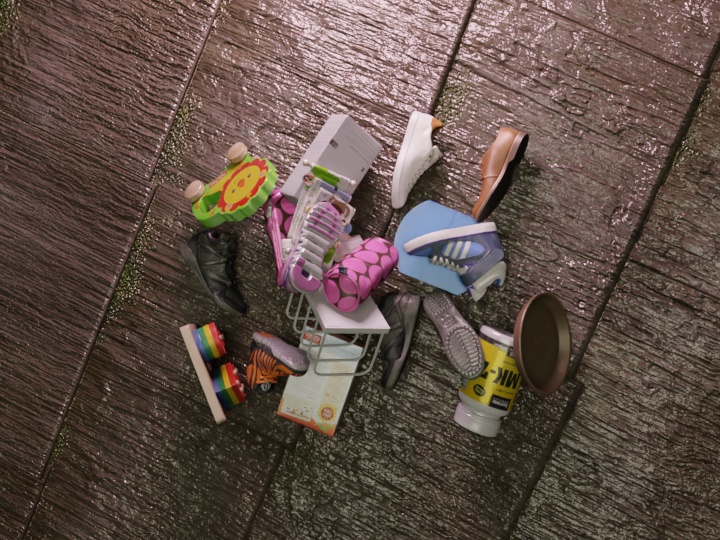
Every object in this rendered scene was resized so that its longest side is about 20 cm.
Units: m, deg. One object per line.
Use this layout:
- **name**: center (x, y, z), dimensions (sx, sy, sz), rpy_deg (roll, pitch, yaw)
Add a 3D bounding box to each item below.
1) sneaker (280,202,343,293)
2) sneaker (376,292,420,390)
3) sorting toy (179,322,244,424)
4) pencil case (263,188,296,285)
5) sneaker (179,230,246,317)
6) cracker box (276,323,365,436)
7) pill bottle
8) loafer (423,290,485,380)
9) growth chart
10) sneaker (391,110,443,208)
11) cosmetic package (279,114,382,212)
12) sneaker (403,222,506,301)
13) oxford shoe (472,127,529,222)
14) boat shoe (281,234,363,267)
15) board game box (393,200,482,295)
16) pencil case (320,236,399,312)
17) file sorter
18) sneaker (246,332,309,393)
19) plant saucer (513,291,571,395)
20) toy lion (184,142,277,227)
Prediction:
- **sneaker**: center (-0.100, -0.039, 1.597), dimensions (0.080, 0.088, 0.203), rpy_deg (32, 59, -20)
- **sneaker**: center (0.052, 0.141, 1.741), dimensions (0.112, 0.076, 0.204), rpy_deg (13, 91, 9)
- **sorting toy**: center (-0.298, 0.200, 1.744), dimensions (0.069, 0.199, 0.203), rpy_deg (-21, 89, -7)
- **pencil case**: center (-0.156, -0.067, 1.749), dimensions (0.089, 0.094, 0.204), rpy_deg (-13, 91, 13)
- **sneaker**: center (-0.288, -0.003, 1.787), dimensions (0.114, 0.076, 0.201), rpy_deg (-37, 82, 14)
- **cracker box**: center (-0.082, 0.230, 1.778), dimensions (0.132, 0.058, 0.203), rpy_deg (20, 96, 7)
- **pill bottle**: center (0.265, 0.223, 1.702), dimensions (0.112, 0.114, 0.204), rpy_deg (19, 95, 6)
- **loafer**: center (0.194, 0.132, 1.689), dimensions (0.074, 0.070, 0.202), rpy_deg (-27, 61, 6)
- **growth chart**: center (-0.074, -0.101, 1.654), dimensions (0.143, 0.018, 0.204), rpy_deg (14, 90, -29)
- **sneaker**: center (0.119, -0.219, 1.721), dimensions (0.083, 0.073, 0.204), rpy_deg (17, 94, 9)
- **cosmetic package**: center (-0.060, -0.203, 1.701), dimensions (0.112, 0.081, 0.202), rpy_deg (36, 80, -29)
- **sneaker**: center (0.195, -0.007, 1.680), dimensions (0.196, 0.081, 0.149), rpy_deg (-11, 86, -4)
- **oxford shoe**: center (0.270, -0.195, 1.712), dimensions (0.070, 0.071, 0.203), rpy_deg (26, 90, 23)
- **boat shoe**: center (-0.074, -0.057, 1.709), dimensions (0.070, 0.198, 0.071), rpy_deg (-6, 97, 51)
- **board game box**: center (0.168, -0.048, 1.743), dimensions (0.197, 0.039, 0.161), rpy_deg (21, 91, 1)
- **pencil case**: center (0.000, 0.000, 1.654), dimensions (0.093, 0.200, 0.092), rpy_deg (27, 120, 15)
- **file sorter**: center (-0.053, 0.102, 1.673), dimensions (0.136, 0.201, 0.126), rpy_deg (2, 123, -26)
- **sneaker**: center (-0.173, 0.209, 1.745), dimensions (0.076, 0.199, 0.114), rpy_deg (9, 98, -33)
- **plant saucer**: center (0.358, 0.144, 1.664), dimensions (0.029, 0.198, 0.205), rpy_deg (-3, 93, 43)
- **toy lion**: center (-0.259, -0.161, 1.721), dimensions (0.199, 0.193, 0.069), rpy_deg (-39, 129, 9)
